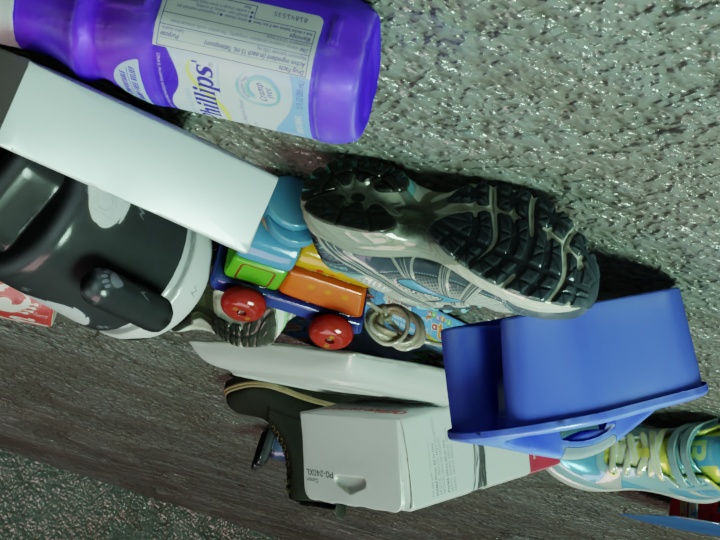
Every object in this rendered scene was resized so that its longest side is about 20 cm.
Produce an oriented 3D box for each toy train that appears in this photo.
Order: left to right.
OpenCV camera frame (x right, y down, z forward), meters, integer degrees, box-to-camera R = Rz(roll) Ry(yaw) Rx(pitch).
[{"bbox_3d":[0.000,0.000,0.971,0.199,0.085,0.116,18,148,-14],"label":"toy train"}]

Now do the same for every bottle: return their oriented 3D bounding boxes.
[{"bbox_3d":[-0.090,-0.120,0.686,0.198,0.066,0.084,13,161,5],"label":"bottle"}]

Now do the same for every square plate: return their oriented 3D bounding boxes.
[{"bbox_3d":[-0.013,0.089,1.131,0.197,0.029,0.199,0,169,43],"label":"square plate"}]

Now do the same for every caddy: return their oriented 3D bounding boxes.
[{"bbox_3d":[0.147,0.077,0.921,0.199,0.106,0.141,-8,176,-36],"label":"caddy"}]

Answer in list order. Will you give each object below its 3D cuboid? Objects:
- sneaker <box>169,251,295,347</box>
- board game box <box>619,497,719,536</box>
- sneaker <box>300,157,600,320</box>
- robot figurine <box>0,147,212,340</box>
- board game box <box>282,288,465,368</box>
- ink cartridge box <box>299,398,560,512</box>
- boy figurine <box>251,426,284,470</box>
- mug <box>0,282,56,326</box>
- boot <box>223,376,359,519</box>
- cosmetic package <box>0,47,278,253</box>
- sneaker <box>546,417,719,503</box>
[{"bbox_3d":[-0.110,0.013,1.099,0.088,0.078,0.199,-13,-157,-43],"label":"sneaker"},{"bbox_3d":[0.403,0.282,1.547,0.157,0.039,0.200,14,168,-14],"label":"board game box"},{"bbox_3d":[0.059,-0.010,0.860,0.199,0.078,0.087,20,147,17],"label":"sneaker"},{"bbox_3d":[-0.197,-0.027,0.950,0.124,0.151,0.200,-14,148,33],"label":"robot figurine"},{"bbox_3d":[0.013,0.053,1.168,0.199,0.037,0.151,26,160,-34],"label":"board game box"},{"bbox_3d":[0.063,0.156,1.226,0.199,0.084,0.145,-7,-178,-41],"label":"ink cartridge box"},{"bbox_3d":[-0.050,0.276,1.846,0.199,0.065,0.124,22,159,-10],"label":"boy figurine"},{"bbox_3d":[-0.326,-0.034,1.036,0.198,0.135,0.178,15,164,-10],"label":"mug"},{"bbox_3d":[-0.087,0.199,1.519,0.199,0.139,0.077,3,159,34],"label":"boot"},{"bbox_3d":[-0.151,-0.077,0.781,0.150,0.052,0.200,22,-177,-26],"label":"cosmetic package"},{"bbox_3d":[0.275,0.169,1.246,0.198,0.080,0.131,6,165,-6],"label":"sneaker"}]
